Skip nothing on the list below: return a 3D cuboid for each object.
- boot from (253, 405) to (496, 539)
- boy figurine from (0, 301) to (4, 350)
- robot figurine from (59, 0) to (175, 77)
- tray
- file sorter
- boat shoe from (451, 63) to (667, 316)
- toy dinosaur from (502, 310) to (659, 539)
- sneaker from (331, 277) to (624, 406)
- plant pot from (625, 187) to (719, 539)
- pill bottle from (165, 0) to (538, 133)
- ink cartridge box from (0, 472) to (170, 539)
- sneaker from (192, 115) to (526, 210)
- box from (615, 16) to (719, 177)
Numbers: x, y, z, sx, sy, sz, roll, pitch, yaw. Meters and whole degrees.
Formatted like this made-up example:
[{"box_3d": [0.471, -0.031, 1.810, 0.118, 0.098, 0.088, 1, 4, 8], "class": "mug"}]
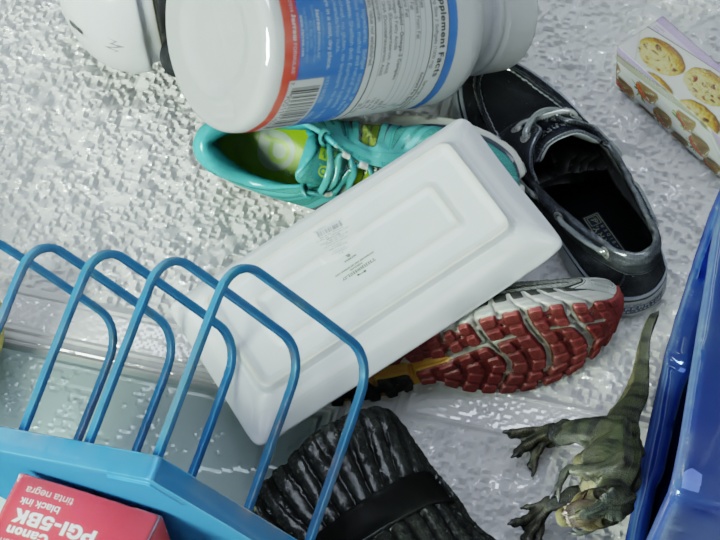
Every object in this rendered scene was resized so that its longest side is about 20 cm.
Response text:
[{"box_3d": [-0.017, 0.178, 1.182, 0.211, 0.080, 0.158, -33, 66, -29], "class": "boot"}, {"box_3d": [-0.261, 0.087, 1.275, 0.124, 0.065, 0.200, 30, 65, 28], "class": "boy figurine"}, {"box_3d": [-0.088, -0.188, 1.414, 0.199, 0.150, 0.125, -11, 98, -3], "class": "robot figurine"}, {"box_3d": [0.000, 0.000, 1.254, 0.200, 0.022, 0.107, -33, 59, -5], "class": "tray"}, {"box_3d": [-0.116, 0.064, 1.177, 0.199, 0.139, 0.123, 5, 68, 39], "class": "file sorter"}, {"box_3d": [0.115, -0.064, 1.343, 0.072, 0.068, 0.200, -23, 57, -11], "class": "boat shoe"}, {"box_3d": [0.119, 0.098, 1.227, 0.088, 0.047, 0.200, -33, 17, 27], "class": "toy dinosaur"}, {"box_3d": [0.047, 0.018, 1.288, 0.199, 0.078, 0.082, -3, 55, 2], "class": "sneaker"}, {"box_3d": [0.239, 0.092, 1.158, 0.179, 0.200, 0.201, 13, 58, 5], "class": "plant pot"}, {"box_3d": [-0.001, -0.144, 1.311, 0.199, 0.112, 0.112, -11, 51, -36], "class": "pill bottle"}, {"box_3d": [-0.161, 0.225, 1.123, 0.083, 0.147, 0.200, 15, 58, 16], "class": "ink cartridge box"}, {"box_3d": [-0.004, -0.055, 1.330, 0.199, 0.080, 0.078, 10, 98, 18], "class": "sneaker"}, {"box_3d": [0.229, -0.073, 1.358, 0.041, 0.039, 0.200, -34, 60, -16], "class": "box"}]
